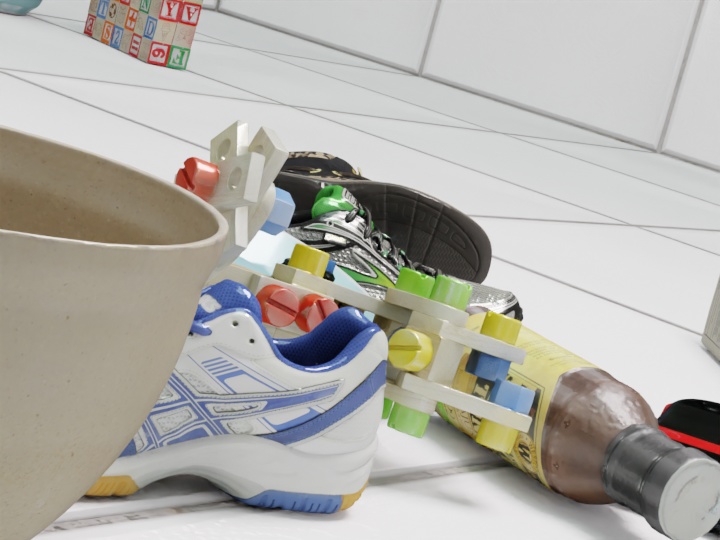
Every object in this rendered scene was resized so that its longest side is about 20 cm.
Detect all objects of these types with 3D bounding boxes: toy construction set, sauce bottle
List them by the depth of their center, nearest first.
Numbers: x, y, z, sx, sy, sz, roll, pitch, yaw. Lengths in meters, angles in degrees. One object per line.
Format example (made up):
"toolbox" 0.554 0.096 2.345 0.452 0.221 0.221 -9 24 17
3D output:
"toy construction set" -0.021 0.014 0.869 0.200 0.092 0.131 37 -9 -32
"sauce bottle" 0.099 0.072 0.930 0.065 0.065 0.200 9 10 -32

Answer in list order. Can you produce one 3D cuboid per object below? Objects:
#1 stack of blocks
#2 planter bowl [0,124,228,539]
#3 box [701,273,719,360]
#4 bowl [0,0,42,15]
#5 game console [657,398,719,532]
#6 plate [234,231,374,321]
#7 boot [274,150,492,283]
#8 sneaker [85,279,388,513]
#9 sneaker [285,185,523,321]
"stack of blocks" -0.281 -0.339 2.493 0.058 0.115 0.200 8 12 -35
"planter bowl" -0.155 0.025 0.612 0.200 0.135 0.200 15 11 -3
"box" 0.307 0.040 1.341 0.078 0.095 0.200 14 11 -7
"bowl" -0.494 -0.407 2.583 0.200 0.105 0.201 15 11 -3
"game console" 0.236 0.122 0.988 0.200 0.031 0.177 17 15 16
"plate" -0.069 0.017 0.992 0.200 0.026 0.200 25 22 -11
"boot" -0.003 -0.039 1.389 0.200 0.073 0.151 10 10 2
"sneaker" -0.081 0.041 0.773 0.200 0.088 0.075 7 14 -32
"sneaker" 0.000 0.000 1.126 0.200 0.085 0.078 15 10 -2
